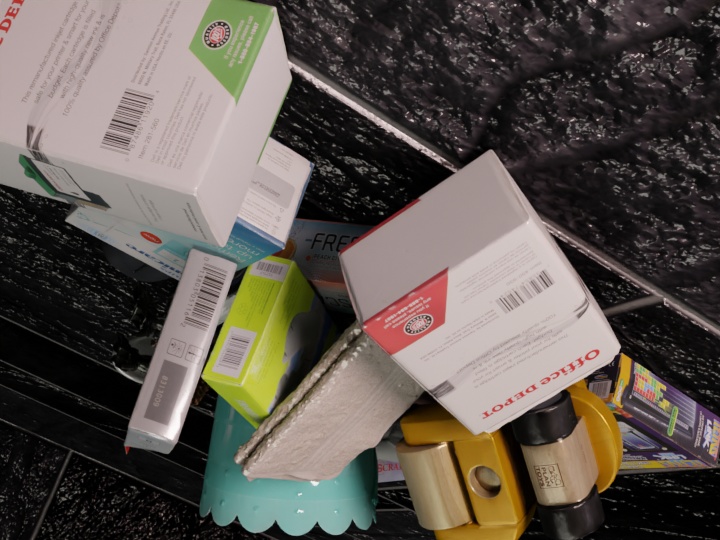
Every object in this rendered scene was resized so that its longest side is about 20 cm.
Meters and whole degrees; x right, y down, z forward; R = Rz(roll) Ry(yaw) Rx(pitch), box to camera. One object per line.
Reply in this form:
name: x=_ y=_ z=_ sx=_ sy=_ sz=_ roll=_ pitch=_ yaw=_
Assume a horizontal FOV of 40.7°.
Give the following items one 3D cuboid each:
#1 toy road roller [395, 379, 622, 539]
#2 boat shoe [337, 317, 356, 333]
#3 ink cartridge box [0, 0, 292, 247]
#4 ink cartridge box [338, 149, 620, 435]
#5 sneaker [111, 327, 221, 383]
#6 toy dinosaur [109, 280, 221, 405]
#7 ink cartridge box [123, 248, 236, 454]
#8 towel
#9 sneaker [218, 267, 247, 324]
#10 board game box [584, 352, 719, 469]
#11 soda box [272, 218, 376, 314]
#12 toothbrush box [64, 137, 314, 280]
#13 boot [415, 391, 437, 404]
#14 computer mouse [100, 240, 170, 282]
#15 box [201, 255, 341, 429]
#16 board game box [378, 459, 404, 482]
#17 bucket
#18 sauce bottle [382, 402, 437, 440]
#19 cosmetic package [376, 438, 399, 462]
toy road roller: x=0.146 y=0.167 z=0.906 sx=0.197 sy=0.146 sz=0.125 roll=-14 pitch=99 yaw=32
boat shoe: x=-0.008 y=0.088 z=1.081 sx=0.198 sy=0.075 sz=0.074 roll=29 pitch=159 yaw=-33
ink cartridge box: x=-0.165 y=-0.119 z=0.664 sx=0.196 sy=0.148 sz=0.085 roll=16 pitch=158 yaw=12
ink cartridge box: x=0.097 y=0.026 z=0.761 sx=0.145 sy=0.084 sz=0.200 roll=-32 pitch=136 yaw=13
sneaker: x=-0.243 y=0.107 z=1.241 sx=0.198 sy=0.072 sz=0.098 roll=-3 pitch=180 yaw=-44
toy dinosaur: x=-0.204 y=0.078 z=1.113 sx=0.134 sy=0.104 sz=0.199 roll=15 pitch=-176 yaw=-25
ink cartridge box: x=-0.169 y=0.087 z=0.889 sx=0.046 sy=0.163 sz=0.200 roll=18 pitch=160 yaw=-8
towel: x=-0.012 y=0.120 z=0.864 sx=0.132 sy=0.201 sz=0.035 roll=16 pitch=-149 yaw=-50
sneaker: x=-0.119 y=0.030 z=1.050 sx=0.086 sy=0.076 sz=0.199 roll=23 pitch=159 yaw=-23
board game box: x=0.254 y=0.157 z=1.036 sx=0.164 sy=0.058 sz=0.199 roll=30 pitch=155 yaw=-26
soda box: x=0.000 y=0.000 z=0.892 sx=0.197 sy=0.065 sz=0.069 roll=8 pitch=155 yaw=29
toothbrush box: x=-0.154 y=-0.067 z=0.846 sx=0.145 sy=0.087 sz=0.199 roll=30 pitch=157 yaw=-24
boot: x=0.070 y=0.099 z=0.965 sx=0.163 sy=0.074 sz=0.200 roll=-17 pitch=156 yaw=8
computer mouse: x=-0.225 y=-0.028 z=1.030 sx=0.137 sy=0.054 sz=0.199 roll=30 pitch=155 yaw=-24
box: x=-0.069 y=0.087 z=0.901 sx=0.047 sy=0.124 sz=0.201 roll=11 pitch=156 yaw=23
board game box: x=-0.013 y=0.258 z=1.353 sx=0.196 sy=0.042 sz=0.199 roll=2 pitch=178 yaw=-31
bucket: x=-0.076 y=0.204 z=1.077 sx=0.203 sy=0.138 sz=0.207 roll=4 pitch=177 yaw=0
sauce bottle: x=0.106 y=0.167 z=0.979 sx=0.197 sy=0.067 sz=0.066 roll=14 pitch=160 yaw=-19
cosmetic package: x=-0.007 y=0.171 z=1.219 sx=0.197 sy=0.108 sz=0.090 roll=-3 pitch=149 yaw=40
